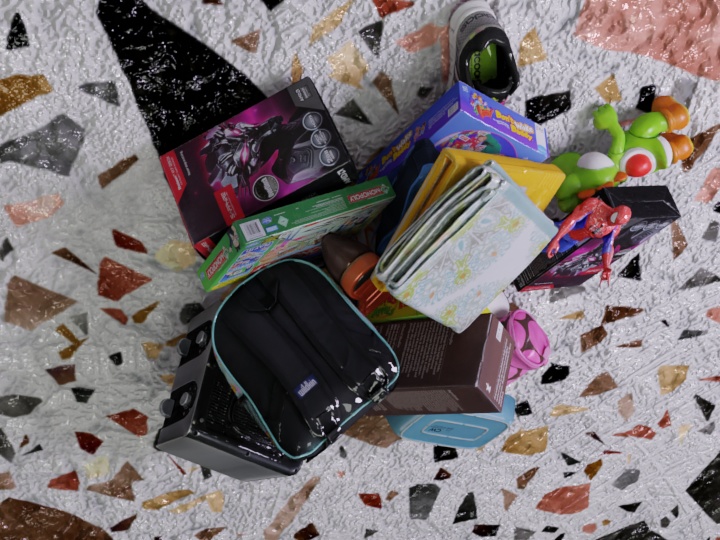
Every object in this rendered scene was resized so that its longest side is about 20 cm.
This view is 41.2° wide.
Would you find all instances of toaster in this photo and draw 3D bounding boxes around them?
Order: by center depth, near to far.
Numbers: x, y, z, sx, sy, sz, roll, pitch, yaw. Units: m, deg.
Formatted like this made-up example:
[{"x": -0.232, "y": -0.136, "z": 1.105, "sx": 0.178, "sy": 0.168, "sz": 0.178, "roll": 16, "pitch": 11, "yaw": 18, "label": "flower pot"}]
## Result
[{"x": -0.146, "y": 0.160, "z": 1.218, "sx": 0.199, "sy": 0.182, "sz": 0.118, "roll": 28, "pitch": 148, "yaw": -31, "label": "toaster"}]

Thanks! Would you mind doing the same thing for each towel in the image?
[{"x": 0.119, "y": -0.022, "z": 1.038, "sx": 0.171, "sy": 0.048, "sz": 0.200, "roll": -45, "pitch": 147, "yaw": 11, "label": "towel"}]

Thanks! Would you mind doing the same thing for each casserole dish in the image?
[{"x": 0.127, "y": 0.204, "z": 1.314, "sx": 0.199, "sy": 0.039, "sz": 0.121, "roll": 15, "pitch": 137, "yaw": -30, "label": "casserole dish"}]

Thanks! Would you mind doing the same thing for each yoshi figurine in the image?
[{"x": 0.317, "y": -0.144, "z": 1.224, "sx": 0.199, "sy": 0.113, "sz": 0.112, "roll": -30, "pitch": 169, "yaw": -11, "label": "yoshi figurine"}]

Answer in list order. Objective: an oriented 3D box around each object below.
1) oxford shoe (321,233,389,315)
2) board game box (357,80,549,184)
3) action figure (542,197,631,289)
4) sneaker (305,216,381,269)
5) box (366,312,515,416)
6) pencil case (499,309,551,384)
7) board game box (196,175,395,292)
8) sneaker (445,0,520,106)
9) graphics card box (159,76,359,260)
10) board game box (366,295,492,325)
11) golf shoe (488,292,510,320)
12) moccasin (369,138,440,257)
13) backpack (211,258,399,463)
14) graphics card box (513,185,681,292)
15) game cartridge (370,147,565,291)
[{"x": 0.000, "y": 0.000, "z": 1.143, "sx": 0.071, "sy": 0.073, "sz": 0.200, "roll": -44, "pitch": 164, "yaw": -5, "label": "oxford shoe"}, {"x": 0.106, "y": -0.124, "z": 1.139, "sx": 0.134, "sy": 0.045, "sz": 0.200, "roll": 22, "pitch": 141, "yaw": -28, "label": "board game box"}, {"x": 0.236, "y": -0.023, "z": 1.131, "sx": 0.065, "sy": 0.100, "sz": 0.199, "roll": 35, "pitch": 148, "yaw": -21, "label": "action figure"}, {"x": -0.052, "y": -0.034, "z": 1.199, "sx": 0.198, "sy": 0.079, "sz": 0.077, "roll": -1, "pitch": 154, "yaw": -22, "label": "sneaker"}, {"x": 0.080, "y": 0.117, "z": 1.172, "sx": 0.199, "sy": 0.101, "sz": 0.075, "roll": -8, "pitch": 141, "yaw": 37, "label": "box"}, {"x": 0.177, "y": 0.140, "z": 1.338, "sx": 0.094, "sy": 0.091, "sz": 0.200, "roll": 48, "pitch": 130, "yaw": 0, "label": "pencil case"}, {"x": -0.071, "y": -0.041, "z": 1.062, "sx": 0.199, "sy": 0.029, "sz": 0.135, "roll": -20, "pitch": 167, "yaw": -33, "label": "board game box"}, {"x": 0.143, "y": -0.206, "z": 1.116, "sx": 0.073, "sy": 0.088, "sz": 0.201, "roll": -11, "pitch": 127, "yaw": -8, "label": "sneaker"}, {"x": -0.115, "y": -0.114, "z": 1.072, "sx": 0.199, "sy": 0.126, "sz": 0.051, "roll": -26, "pitch": 156, "yaw": 4, "label": "graphics card box"}, {"x": 0.070, "y": 0.071, "z": 1.246, "sx": 0.199, "sy": 0.048, "sz": 0.102, "roll": -9, "pitch": 140, "yaw": 37, "label": "board game box"}, {"x": 0.133, "y": 0.033, "z": 1.269, "sx": 0.199, "sy": 0.094, "sz": 0.078, "roll": 23, "pitch": 91, "yaw": -30, "label": "golf shoe"}, {"x": 0.065, "y": -0.075, "z": 1.115, "sx": 0.080, "sy": 0.069, "sz": 0.200, "roll": 4, "pitch": 148, "yaw": -17, "label": "moccasin"}, {"x": -0.072, "y": 0.096, "z": 1.097, "sx": 0.175, "sy": 0.153, "sz": 0.200, "roll": -39, "pitch": 88, "yaw": -9, "label": "backpack"}, {"x": 0.295, "y": -0.039, "z": 1.229, "sx": 0.125, "sy": 0.051, "sz": 0.200, "roll": -4, "pitch": 154, "yaw": -35, "label": "graphics card box"}, {"x": 0.124, "y": -0.049, "z": 1.075, "sx": 0.199, "sy": 0.032, "sz": 0.177, "roll": 2, "pitch": 128, "yaw": -43, "label": "game cartridge"}]
